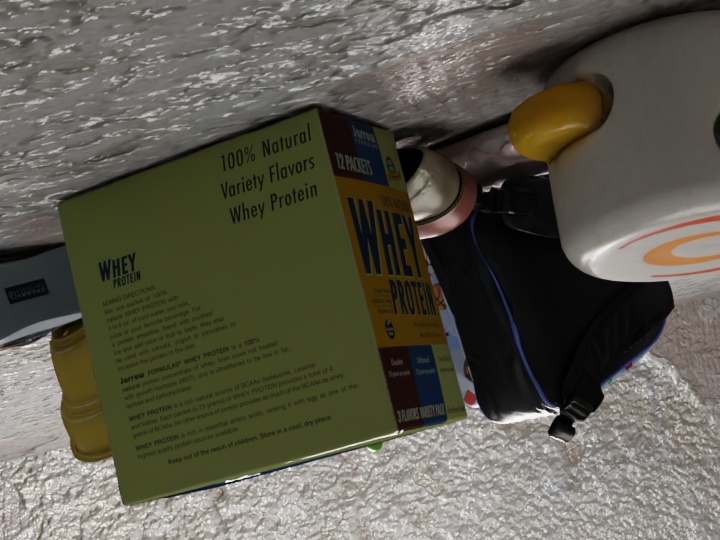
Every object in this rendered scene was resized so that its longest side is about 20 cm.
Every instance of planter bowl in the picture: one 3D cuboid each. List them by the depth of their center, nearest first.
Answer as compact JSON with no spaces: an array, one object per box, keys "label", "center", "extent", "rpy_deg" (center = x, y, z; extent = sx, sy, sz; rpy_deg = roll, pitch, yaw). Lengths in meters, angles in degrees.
[{"label":"planter bowl","center":[-0.186,0.048,1.162],"extent":[0.200,0.083,0.201],"rpy_deg":[-36,-156,19]}]

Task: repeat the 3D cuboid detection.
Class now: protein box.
[{"label":"protein box","center":[-0.063,0.027,0.957],"extent":[0.197,0.202,0.135],"rpy_deg":[-18,172,21]}]

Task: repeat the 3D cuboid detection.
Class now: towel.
[{"label":"towel","center":[0.089,-0.073,1.169],"extent":[0.199,0.033,0.190],"rpy_deg":[-21,170,33]}]

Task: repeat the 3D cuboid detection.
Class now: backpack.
[{"label":"backpack","center":[0.146,0.015,1.143],"extent":[0.190,0.202,0.154],"rpy_deg":[-20,-176,-35]}]

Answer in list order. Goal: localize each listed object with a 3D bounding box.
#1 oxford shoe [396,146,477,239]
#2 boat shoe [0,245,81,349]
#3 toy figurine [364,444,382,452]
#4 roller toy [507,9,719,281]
[{"label":"oxford shoe","center":[-0.018,-0.052,1.061],"extent":[0.199,0.071,0.075],"rpy_deg":[-17,146,26]},{"label":"boat shoe","center":[-0.279,0.033,1.062],"extent":[0.199,0.071,0.091],"rpy_deg":[-10,167,-44]},{"label":"toy figurine","center":[0.042,0.098,1.810],"extent":[0.183,0.201,0.150],"rpy_deg":[-31,179,19]},{"label":"roller toy","center":[0.208,-0.080,0.938],"extent":[0.198,0.141,0.182],"rpy_deg":[-13,163,20]}]
